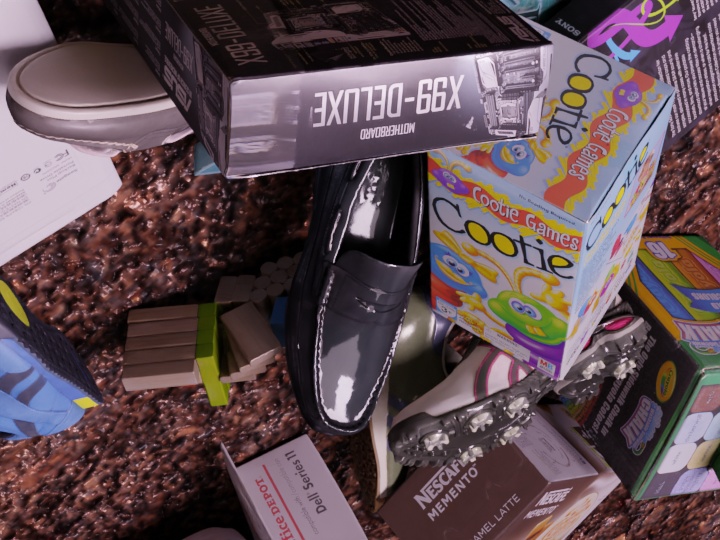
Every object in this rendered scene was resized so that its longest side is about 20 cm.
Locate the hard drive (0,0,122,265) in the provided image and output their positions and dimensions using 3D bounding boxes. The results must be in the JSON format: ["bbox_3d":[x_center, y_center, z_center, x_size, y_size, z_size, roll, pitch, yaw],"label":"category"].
[{"bbox_3d":[-0.200,-0.062,0.688,0.132,0.027,0.200,-33,158,-11],"label":"hard drive"}]

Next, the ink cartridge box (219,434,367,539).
[{"bbox_3d":[-0.035,0.206,1.015,0.067,0.117,0.201,-25,137,-11],"label":"ink cartridge box"}]

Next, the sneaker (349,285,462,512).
[{"bbox_3d":[0.040,0.091,0.994,0.089,0.067,0.201,-14,131,-13],"label":"sneaker"}]

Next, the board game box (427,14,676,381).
[{"bbox_3d":[0.109,-0.037,0.838,0.105,0.103,0.200,-54,161,-22],"label":"board game box"}]

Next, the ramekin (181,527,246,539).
[{"bbox_3d":[-0.095,0.280,0.995,0.105,0.200,0.201,-30,138,-17],"label":"ramekin"}]

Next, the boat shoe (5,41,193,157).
[{"bbox_3d":[-0.106,-0.083,0.694,0.200,0.067,0.057,-36,151,-59],"label":"boat shoe"}]

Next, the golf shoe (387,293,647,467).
[{"bbox_3d":[0.095,0.065,0.940,0.199,0.088,0.077,-25,154,-19],"label":"golf shoe"}]

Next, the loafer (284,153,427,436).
[{"bbox_3d":[0.000,0.000,0.813,0.068,0.070,0.202,6,94,-30],"label":"loafer"}]

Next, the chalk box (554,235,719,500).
[{"bbox_3d":[0.238,0.081,1.011,0.123,0.200,0.125,-2,129,-30],"label":"chalk box"}]

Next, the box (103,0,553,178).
[{"bbox_3d":[-0.025,-0.123,0.668,0.157,0.200,0.050,-11,128,-24],"label":"box"}]

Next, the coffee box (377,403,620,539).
[{"bbox_3d":[0.115,0.165,1.054,0.115,0.080,0.200,-49,156,14],"label":"coffee box"}]

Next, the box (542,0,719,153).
[{"bbox_3d":[0.209,-0.159,0.879,0.200,0.036,0.143,-40,141,-8],"label":"box"}]

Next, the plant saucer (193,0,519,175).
[{"bbox_3d":[-0.004,-0.109,0.777,0.199,0.019,0.070,-28,180,12],"label":"plant saucer"}]

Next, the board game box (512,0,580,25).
[{"bbox_3d":[0.084,-0.178,0.812,0.134,0.028,0.201,-14,134,-20],"label":"board game box"}]

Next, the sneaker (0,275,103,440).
[{"bbox_3d":[-0.210,0.054,0.778,0.078,0.066,0.200,-29,157,-5],"label":"sneaker"}]

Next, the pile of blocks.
[{"bbox_3d":[-0.055,0.040,0.882,0.199,0.082,0.062,-24,136,-12],"label":"pile of blocks"}]
